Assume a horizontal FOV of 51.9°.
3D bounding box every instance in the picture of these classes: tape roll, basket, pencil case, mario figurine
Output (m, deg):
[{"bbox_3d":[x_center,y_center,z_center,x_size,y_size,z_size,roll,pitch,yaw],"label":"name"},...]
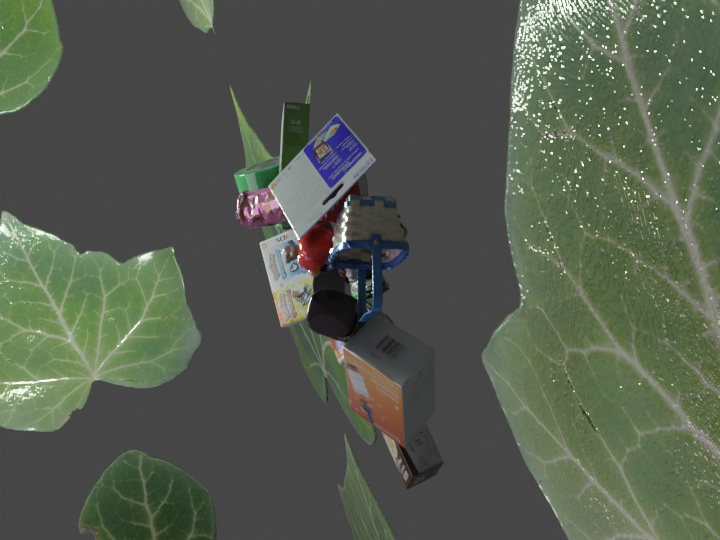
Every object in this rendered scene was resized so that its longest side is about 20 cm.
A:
[{"bbox_3d":[-0.197,-0.232,1.735,0.200,0.196,0.049,-149,40,-68],"label":"tape roll"},{"bbox_3d":[0.015,-0.020,1.289,0.176,0.135,0.207,139,135,-76],"label":"basket"},{"bbox_3d":[-0.176,-0.143,1.571,0.196,0.086,0.086,-7,85,35],"label":"pencil case"},{"bbox_3d":[-0.076,-0.013,1.427,0.108,0.121,0.200,66,-172,14],"label":"mario figurine"}]

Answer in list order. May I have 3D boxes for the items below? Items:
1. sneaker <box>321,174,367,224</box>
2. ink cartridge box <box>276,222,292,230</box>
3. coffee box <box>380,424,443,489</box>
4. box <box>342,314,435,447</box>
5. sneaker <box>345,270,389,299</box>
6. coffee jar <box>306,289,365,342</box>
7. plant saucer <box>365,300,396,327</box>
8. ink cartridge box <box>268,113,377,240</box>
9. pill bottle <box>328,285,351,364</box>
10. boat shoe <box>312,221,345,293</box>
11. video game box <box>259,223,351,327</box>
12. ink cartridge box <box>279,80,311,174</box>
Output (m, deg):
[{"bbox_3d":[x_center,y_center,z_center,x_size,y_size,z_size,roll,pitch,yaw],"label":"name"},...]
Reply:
[{"bbox_3d":[-0.035,-0.095,1.440,0.078,0.114,0.205,17,128,52],"label":"sneaker"},{"bbox_3d":[-0.148,-0.168,1.743,0.200,0.143,0.085,-150,42,-68],"label":"ink cartridge box"},{"bbox_3d":[0.100,0.360,1.633,0.115,0.078,0.203,96,151,-61],"label":"coffee box"},{"bbox_3d":[0.059,0.215,1.438,0.150,0.106,0.203,29,144,30],"label":"box"},{"bbox_3d":[0.000,0.000,1.538,0.200,0.076,0.087,-136,30,-62],"label":"sneaker"},{"bbox_3d":[-0.043,0.092,1.456,0.200,0.101,0.088,49,-128,-79],"label":"coffee jar"},{"bbox_3d":[0.045,0.150,1.599,0.201,0.049,0.204,52,153,39],"label":"plant saucer"},{"bbox_3d":[-0.065,-0.165,1.347,0.043,0.198,0.201,39,-169,-40],"label":"ink cartridge box"},{"bbox_3d":[-0.037,0.110,1.760,0.112,0.110,0.204,114,134,-70],"label":"pill bottle"},{"bbox_3d":[-0.071,-0.011,1.582,0.065,0.072,0.208,-67,-32,-77],"label":"boat shoe"},{"bbox_3d":[-0.123,0.003,1.664,0.047,0.179,0.206,-1,-108,-63],"label":"video game box"},{"bbox_3d":[-0.140,-0.290,1.575,0.104,0.057,0.206,124,148,-75],"label":"ink cartridge box"}]
